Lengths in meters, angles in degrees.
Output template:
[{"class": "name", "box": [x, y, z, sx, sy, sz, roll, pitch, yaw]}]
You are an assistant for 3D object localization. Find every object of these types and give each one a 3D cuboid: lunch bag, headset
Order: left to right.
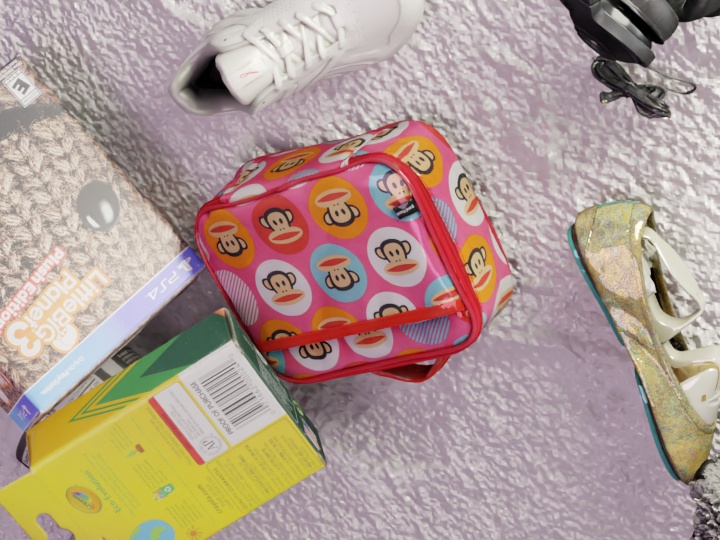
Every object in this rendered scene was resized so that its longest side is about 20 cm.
[{"class": "lunch bag", "box": [0.000, 0.000, 1.655, 0.199, 0.082, 0.177, -13, 112, 38]}, {"class": "headset", "box": [0.165, -0.170, 1.440, 0.094, 0.123, 0.201, 40, 153, 38]}]

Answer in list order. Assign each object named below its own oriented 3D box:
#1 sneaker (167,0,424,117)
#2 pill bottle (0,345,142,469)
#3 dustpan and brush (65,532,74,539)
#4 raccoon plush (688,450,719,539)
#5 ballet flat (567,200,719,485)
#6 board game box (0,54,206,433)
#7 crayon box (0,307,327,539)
[{"class": "sneaker", "box": [-0.044, -0.142, 1.583, 0.199, 0.099, 0.078, -26, 101, 39]}, {"class": "pill bottle", "box": [-0.188, 0.116, 1.808, 0.200, 0.116, 0.117, 37, 129, 9]}, {"class": "dustpan and brush", "box": [-0.192, 0.213, 1.913, 0.139, 0.057, 0.201, 4, 125, 28]}, {"class": "raccoon plush", "box": [0.249, 0.208, 1.558, 0.096, 0.201, 0.135, 6, 125, -3]}, {"class": "ballet flat", "box": [0.197, 0.046, 1.568, 0.070, 0.071, 0.201, -14, 108, 36]}, {"class": "board game box", "box": [-0.237, -0.017, 1.717, 0.200, 0.159, 0.097, 48, 162, -1]}, {"class": "crayon box", "box": [-0.140, 0.130, 1.685, 0.199, 0.051, 0.127, -31, 121, 6]}]
